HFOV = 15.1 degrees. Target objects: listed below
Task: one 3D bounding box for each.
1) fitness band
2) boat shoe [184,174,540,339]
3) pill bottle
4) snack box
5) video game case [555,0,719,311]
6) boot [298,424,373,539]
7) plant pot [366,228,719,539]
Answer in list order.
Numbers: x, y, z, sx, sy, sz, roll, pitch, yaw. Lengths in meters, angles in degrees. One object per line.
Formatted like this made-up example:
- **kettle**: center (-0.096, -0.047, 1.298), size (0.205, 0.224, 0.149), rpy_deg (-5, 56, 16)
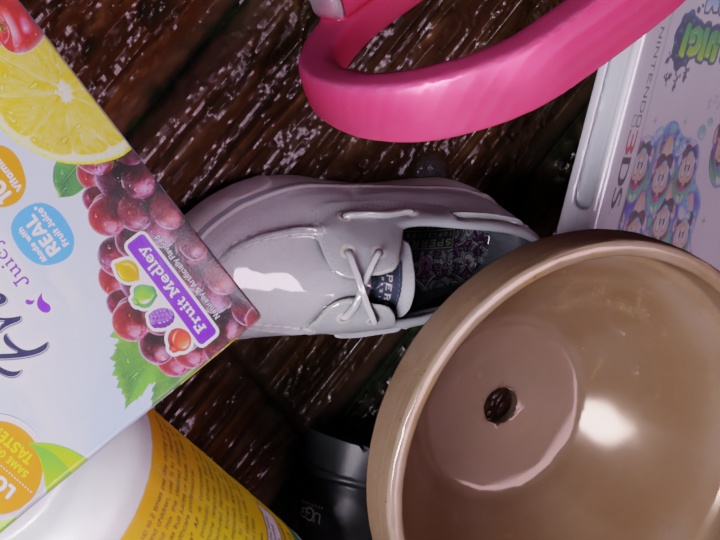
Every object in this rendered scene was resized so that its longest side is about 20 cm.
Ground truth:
- **fitness band**: center (0.061, -0.123, 1.168), size (0.200, 0.143, 0.038), rpy_deg (-38, 126, -26)
- **boat shoe**: center (0.000, 0.000, 1.211), size (0.199, 0.068, 0.072), rpy_deg (0, 106, -42)
- **pill bottle**: center (-0.111, 0.109, 1.122), size (0.113, 0.113, 0.200), rpy_deg (-55, 133, -11)
- **snack box**: center (-0.154, -0.016, 1.011), size (0.142, 0.053, 0.200), rpy_deg (-40, 93, -23)
- **video game case**: center (0.160, -0.071, 1.321), size (0.200, 0.024, 0.183), rpy_deg (-1, 107, -61)
- **boot**: center (0.028, 0.165, 1.296), size (0.197, 0.073, 0.163), rpy_deg (11, 96, -36)
- **plant pot**: center (0.082, 0.072, 1.209), size (0.200, 0.093, 0.202), rpy_deg (-8, 109, -24)
